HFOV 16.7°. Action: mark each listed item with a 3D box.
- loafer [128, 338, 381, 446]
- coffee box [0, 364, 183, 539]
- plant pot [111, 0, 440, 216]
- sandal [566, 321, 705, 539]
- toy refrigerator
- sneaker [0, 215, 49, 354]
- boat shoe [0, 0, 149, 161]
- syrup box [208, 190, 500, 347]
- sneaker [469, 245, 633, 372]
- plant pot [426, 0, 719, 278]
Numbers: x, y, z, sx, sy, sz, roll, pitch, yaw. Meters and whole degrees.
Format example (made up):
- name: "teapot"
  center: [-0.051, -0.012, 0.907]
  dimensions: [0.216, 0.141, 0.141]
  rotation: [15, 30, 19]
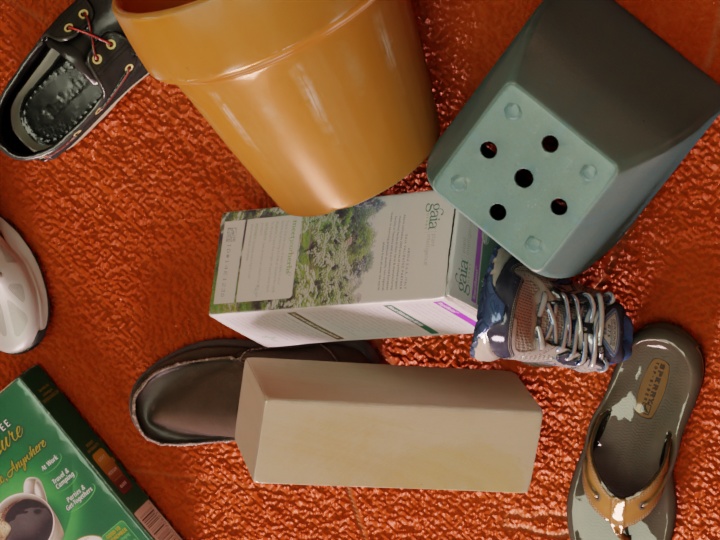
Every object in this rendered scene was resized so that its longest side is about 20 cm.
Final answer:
- name: "loafer"
  center: [-0.085, 0.088, 1.786]
  dimensions: [0.199, 0.071, 0.073]
  rotation: [-13, 101, 21]
- name: "coffee box"
  center: [-0.230, 0.184, 1.876]
  dimensions: [0.123, 0.044, 0.200]
  rotation: [-41, 91, 23]
- name: "plant pot"
  center: [-0.038, -0.146, 1.650]
  dimensions: [0.199, 0.201, 0.184]
  rotation: [-18, 115, 22]
- name: "sandal"
  center: [0.192, 0.135, 1.719]
  dimensions: [0.081, 0.055, 0.201]
  rotation: [20, 111, 12]
- name: "toy refrigerator"
  center: [0.018, 0.111, 1.708]
  dimensions: [0.199, 0.076, 0.070]
  rotation: [4, 109, -16]
- name: "sneaker"
  center: [-0.307, -0.017, 1.804]
  dimensions: [0.075, 0.115, 0.201]
  rotation: [-22, 98, 22]
- name: "boat shoe"
  center: [-0.189, -0.156, 1.756]
  dimensions: [0.074, 0.063, 0.202]
  rotation: [43, 112, 4]
- name: "syrup box"
  center: [0.000, 0.000, 1.692]
  dimensions: [0.199, 0.081, 0.079]
  rotation: [-5, 69, 32]
- name: "sneaker"
  center: [0.134, 0.031, 1.631]
  dimensions: [0.085, 0.200, 0.078]
  rotation: [11, 91, 22]
- name: "plant pot"
  center: [0.131, -0.084, 1.597]
  dimensions: [0.141, 0.200, 0.142]
  rotation: [39, 113, 4]
